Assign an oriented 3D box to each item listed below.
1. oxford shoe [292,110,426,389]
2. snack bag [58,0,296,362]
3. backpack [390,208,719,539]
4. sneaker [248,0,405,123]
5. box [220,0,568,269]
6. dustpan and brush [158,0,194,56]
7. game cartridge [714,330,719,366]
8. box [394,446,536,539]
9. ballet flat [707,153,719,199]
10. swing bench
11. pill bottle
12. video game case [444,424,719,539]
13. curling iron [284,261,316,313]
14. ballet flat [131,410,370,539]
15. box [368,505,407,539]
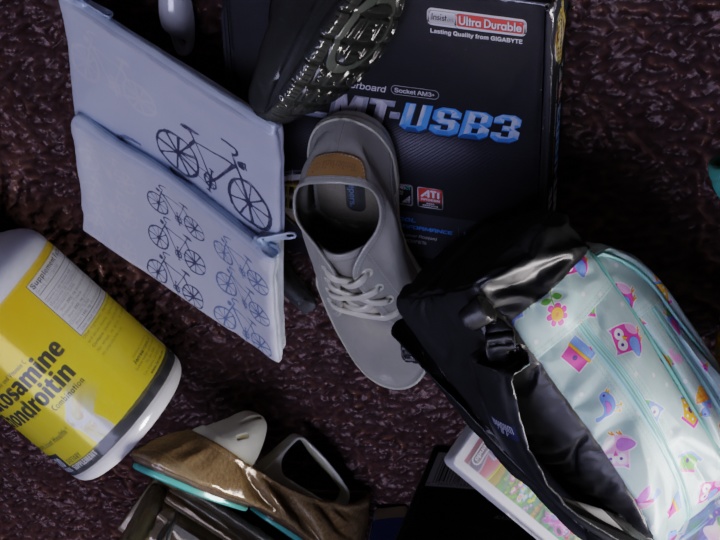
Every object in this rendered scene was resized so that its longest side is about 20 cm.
[{"bbox_3d":[0.000,0.000,0.999,0.074,0.058,0.201,3,131,17],"label":"oxford shoe"},{"bbox_3d":[-0.115,-0.056,1.030,0.188,0.021,0.201,34,143,25],"label":"snack bag"},{"bbox_3d":[0.125,0.064,0.936,0.200,0.126,0.167,51,171,-8],"label":"backpack"},{"bbox_3d":[-0.015,-0.175,0.886,0.090,0.076,0.201,30,98,21],"label":"sneaker"},{"bbox_3d":[0.020,-0.092,0.985,0.198,0.050,0.200,10,131,14],"label":"box"},{"bbox_3d":[-0.122,-0.207,0.955,0.138,0.057,0.202,15,126,25],"label":"dustpan and brush"},{"bbox_3d":[0.319,0.094,0.943,0.198,0.033,0.177,-9,123,26],"label":"game cartridge"},{"bbox_3d":[0.116,0.241,1.161,0.147,0.125,0.201,2,127,23],"label":"box"},{"bbox_3d":[0.253,-0.094,0.877,0.070,0.067,0.200,45,129,3],"label":"ballet flat"},{"bbox_3d":[-0.097,0.258,1.222,0.198,0.200,0.130,33,122,-7],"label":"swing bench"},{"bbox_3d":[-0.229,0.043,1.152,0.200,0.112,0.112,43,130,-14],"label":"pill bottle"},{"bbox_3d":[0.166,0.122,1.043,0.200,0.144,0.018,40,165,-12],"label":"video game case"},{"bbox_3d":[-0.090,-0.046,1.080,0.049,0.026,0.201,-15,120,39],"label":"curling iron"},{"bbox_3d":[-0.068,0.144,1.179,0.199,0.073,0.068,31,174,-28],"label":"ballet flat"},{"bbox_3d":[0.022,0.280,1.177,0.032,0.201,0.122,-6,123,17],"label":"box"}]
